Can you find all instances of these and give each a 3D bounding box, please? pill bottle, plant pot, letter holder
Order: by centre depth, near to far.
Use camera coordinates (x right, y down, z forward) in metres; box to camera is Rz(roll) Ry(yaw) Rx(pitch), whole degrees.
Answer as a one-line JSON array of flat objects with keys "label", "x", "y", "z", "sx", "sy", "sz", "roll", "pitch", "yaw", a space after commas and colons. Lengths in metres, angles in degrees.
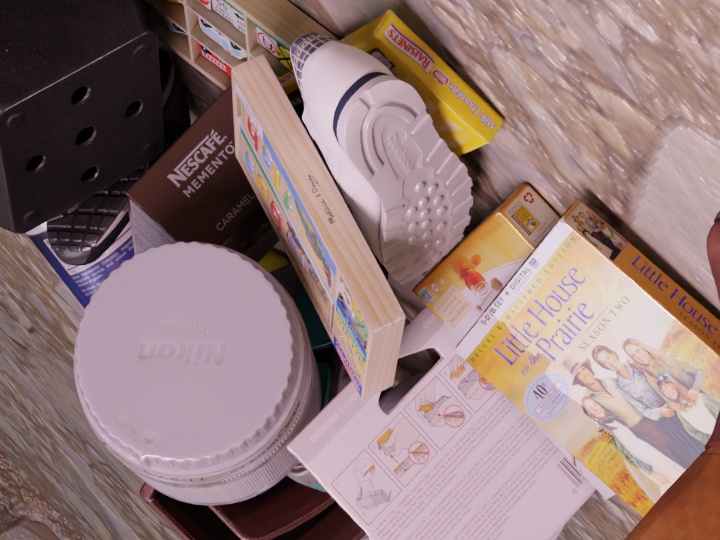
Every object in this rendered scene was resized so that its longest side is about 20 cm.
[{"label": "plant pot", "x": -0.245, "y": -0.151, "z": 1.353, "sx": 0.177, "sy": 0.199, "sz": 0.200, "roll": 45, "pitch": 153, "yaw": 26}, {"label": "letter holder", "x": -0.050, "y": 0.155, "z": 1.488, "sx": 0.142, "sy": 0.199, "sz": 0.101, "roll": 43, "pitch": 129, "yaw": 14}, {"label": "pill bottle", "x": -0.248, "y": -0.044, "z": 1.736, "sx": 0.201, "sy": 0.111, "sz": 0.111, "roll": 55, "pitch": 157, "yaw": -20}]

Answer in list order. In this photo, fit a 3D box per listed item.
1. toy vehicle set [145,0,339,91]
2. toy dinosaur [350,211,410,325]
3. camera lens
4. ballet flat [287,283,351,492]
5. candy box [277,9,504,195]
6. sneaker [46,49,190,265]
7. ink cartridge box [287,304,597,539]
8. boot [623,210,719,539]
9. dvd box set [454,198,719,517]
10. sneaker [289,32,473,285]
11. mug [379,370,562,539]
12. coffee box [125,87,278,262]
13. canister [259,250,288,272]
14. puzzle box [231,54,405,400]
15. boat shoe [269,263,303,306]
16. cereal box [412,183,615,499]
[{"label": "toy vehicle set", "x": -0.093, "y": -0.172, "z": 1.325, "sx": 0.199, "sy": 0.026, "sz": 0.125, "roll": 39, "pitch": 157, "yaw": 20}, {"label": "toy dinosaur", "x": 0.000, "y": 0.000, "z": 1.307, "sx": 0.200, "sy": 0.047, "sz": 0.089, "roll": -87, "pitch": -19, "yaw": -87}, {"label": "camera lens", "x": -0.110, "y": 0.074, "z": 1.293, "sx": 0.160, "sy": 0.160, "sz": 0.200, "roll": 42, "pitch": 171, "yaw": 11}, {"label": "ballet flat", "x": -0.020, "y": 0.074, "z": 1.439, "sx": 0.067, "sy": 0.202, "sz": 0.064, "roll": -10, "pitch": 148, "yaw": 36}, {"label": "candy box", "x": 0.004, "y": -0.101, "z": 1.222, "sx": 0.102, "sy": 0.027, "sz": 0.200, "roll": 40, "pitch": 155, "yaw": -16}, {"label": "sneaker", "x": -0.175, "y": -0.072, "z": 1.456, "sx": 0.075, "sy": 0.201, "sz": 0.088, "roll": 2, "pitch": 143, "yaw": 25}, {"label": "ink cartridge box", "x": 0.070, "y": 0.123, "z": 1.302, "sx": 0.176, "sy": 0.200, "sz": 0.045, "roll": 46, "pitch": 159, "yaw": 1}, {"label": "boot", "x": 0.189, "y": 0.093, "z": 1.015, "sx": 0.068, "sy": 0.200, "sz": 0.189, "roll": 21, "pitch": 148, "yaw": 47}, {"label": "dvd box set", "x": 0.169, "y": 0.069, "z": 1.160, "sx": 0.200, "sy": 0.029, "sz": 0.147, "roll": 42, "pitch": 134, "yaw": 4}, {"label": "sneaker", "x": 0.012, "y": -0.070, "z": 1.171, "sx": 0.080, "sy": 0.076, "sz": 0.201, "roll": 39, "pitch": 162, "yaw": 34}, {"label": "mug", "x": 0.080, "y": 0.171, "z": 1.429, "sx": 0.201, "sy": 0.147, "sz": 0.175, "roll": 61, "pitch": 167, "yaw": -6}, {"label": "coffee box", "x": -0.110, "y": -0.047, "z": 1.423, "sx": 0.080, "sy": 0.114, "sz": 0.200, "roll": 42, "pitch": 166, "yaw": 5}, {"label": "canister", "x": -0.084, "y": 0.072, "z": 1.667, "sx": 0.148, "sy": 0.086, "sz": 0.201, "roll": 22, "pitch": 147, "yaw": 46}, {"label": "puzzle box", "x": -0.030, "y": -0.026, "z": 1.211, "sx": 0.201, "sy": 0.025, "sz": 0.133, "roll": 62, "pitch": 168, "yaw": 19}, {"label": "boat shoe", "x": -0.089, "y": 0.043, "z": 1.472, "sx": 0.056, "sy": 0.199, "sz": 0.069, "roll": -6, "pitch": 105, "yaw": 55}, {"label": "cereal box", "x": 0.138, "y": 0.051, "z": 1.238, "sx": 0.200, "sy": 0.039, "sz": 0.144, "roll": 47, "pitch": 148, "yaw": 2}]
